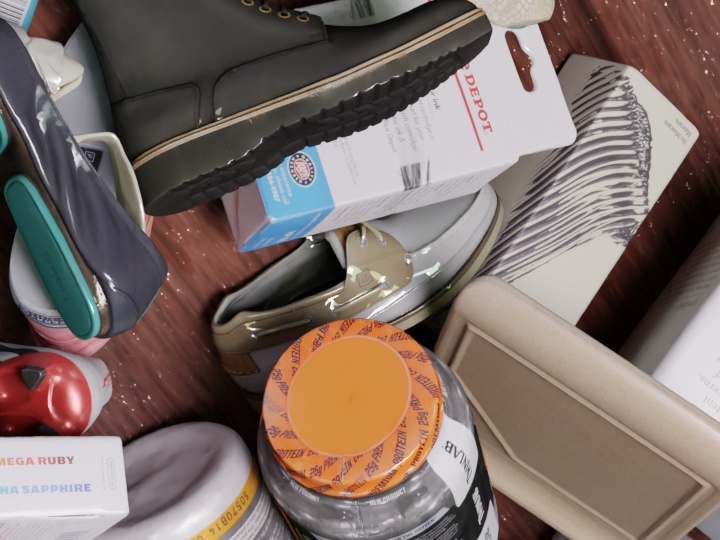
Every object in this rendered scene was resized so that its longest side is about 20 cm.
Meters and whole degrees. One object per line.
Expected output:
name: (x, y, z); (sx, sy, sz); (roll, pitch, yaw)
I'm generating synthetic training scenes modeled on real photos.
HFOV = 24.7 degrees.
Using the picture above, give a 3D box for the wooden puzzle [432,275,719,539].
wooden puzzle: (0.123, 0.092, 0.973); (0.184, 0.200, 0.037); (33, 63, 7)

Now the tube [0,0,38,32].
tube: (-0.215, -0.083, 0.836); (0.077, 0.050, 0.201); (22, 95, -13)

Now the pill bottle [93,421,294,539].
pill bottle: (-0.082, 0.199, 0.967); (0.116, 0.116, 0.201); (-32, 115, -17)

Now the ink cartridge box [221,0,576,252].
ink cartridge box: (0.011, -0.093, 0.942); (0.199, 0.067, 0.117); (-14, 80, -24)

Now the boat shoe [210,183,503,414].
boat shoe: (0.000, 0.000, 0.982); (0.200, 0.075, 0.069); (-40, 123, -12)

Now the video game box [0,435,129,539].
video game box: (-0.235, 0.130, 0.829); (0.181, 0.200, 0.047); (0, 69, -29)

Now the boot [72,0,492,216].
boot: (-0.046, -0.132, 0.840); (0.199, 0.077, 0.139); (-24, 80, -6)

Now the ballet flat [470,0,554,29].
ballet flat: (0.047, -0.220, 0.916); (0.200, 0.062, 0.067); (50, 61, -5)

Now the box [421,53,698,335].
box: (0.121, -0.032, 1.041); (0.082, 0.068, 0.201); (35, 85, -31)

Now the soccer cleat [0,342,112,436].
soccer cleat: (-0.226, 0.071, 0.864); (0.198, 0.085, 0.069); (-6, 95, 12)

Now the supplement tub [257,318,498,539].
supplement tub: (0.011, 0.116, 0.945); (0.122, 0.122, 0.200); (-41, 152, -13)

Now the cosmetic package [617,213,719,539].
cosmetic package: (0.268, 0.069, 1.058); (0.167, 0.166, 0.200); (38, 83, 0)

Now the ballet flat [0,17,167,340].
ballet flat: (-0.155, -0.063, 0.802); (0.073, 0.073, 0.201); (-32, 98, -17)

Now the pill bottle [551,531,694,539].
pill bottle: (0.175, 0.283, 1.126); (0.113, 0.114, 0.202); (-1, 104, -27)

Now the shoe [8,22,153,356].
shoe: (-0.141, -0.051, 0.902); (0.071, 0.091, 0.202); (15, 68, 0)
